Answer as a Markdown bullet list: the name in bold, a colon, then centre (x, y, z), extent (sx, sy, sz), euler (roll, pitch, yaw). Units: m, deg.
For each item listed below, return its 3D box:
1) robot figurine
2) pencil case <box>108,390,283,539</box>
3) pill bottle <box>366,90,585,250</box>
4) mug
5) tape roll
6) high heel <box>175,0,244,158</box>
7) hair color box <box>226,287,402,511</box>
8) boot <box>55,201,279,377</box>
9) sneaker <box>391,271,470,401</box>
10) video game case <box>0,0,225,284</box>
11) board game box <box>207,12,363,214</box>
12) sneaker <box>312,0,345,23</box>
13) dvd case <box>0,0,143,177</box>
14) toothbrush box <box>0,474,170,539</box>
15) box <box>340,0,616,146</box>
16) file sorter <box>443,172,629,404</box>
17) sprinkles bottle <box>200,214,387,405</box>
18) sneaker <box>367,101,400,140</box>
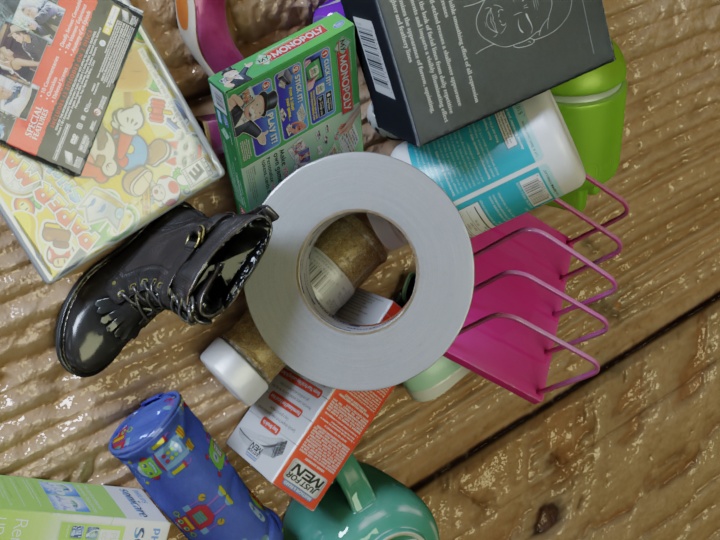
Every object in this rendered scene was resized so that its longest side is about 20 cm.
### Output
- **robot figurine**: centre (0.220, -0.166, 1.014), extent (0.175, 0.115, 0.202), euler (-40, 138, -39)
- **pencil case**: centre (-0.148, 0.202, 0.898), extent (0.077, 0.087, 0.201), euler (-26, 117, 15)
- **pill bottle**: centre (0.102, -0.091, 0.907), extent (0.198, 0.111, 0.111), euler (-24, 118, 16)
- **mug**: centre (-0.003, 0.280, 0.982), extent (0.185, 0.114, 0.153), euler (40, 79, -32)
- **tape roll**: centre (0.000, 0.000, 0.837), extent (0.197, 0.066, 0.203), euler (0, 93, 4)
- **high heel**: centre (-0.105, -0.197, 0.845), extent (0.095, 0.067, 0.203), euler (-15, 113, -18)
- **hair color box**: centre (-0.033, 0.116, 0.933), extent (0.064, 0.111, 0.201), euler (42, 78, -30)
- **boot**: centre (-0.165, 0.017, 0.793), extent (0.069, 0.173, 0.201), euler (41, 78, -31)
- **sneaker**: centre (0.109, 0.035, 1.027), extent (0.200, 0.073, 0.119), euler (-39, 118, -20)
- **video game case**: centre (-0.235, -0.122, 0.795), extent (0.181, 0.023, 0.202), euler (-35, 108, -21)
- **board game box**: centre (-0.058, -0.115, 0.865), extent (0.134, 0.029, 0.201), euler (-33, 144, -23)
- **sneaker**: centre (0.021, -0.293, 0.912), extent (0.199, 0.069, 0.100), euler (-35, 115, -31)
- **dvd case**: centre (-0.285, -0.179, 0.743), extent (0.198, 0.022, 0.148), euler (23, 82, -27)
- **toothbrush box**: centre (-0.284, 0.262, 0.822), extent (0.198, 0.086, 0.147), euler (16, 92, -35)
- **box**: centre (0.096, -0.220, 0.824), extent (0.198, 0.107, 0.150), euler (-24, 114, -11)
- **file sorter**: centre (0.179, 0.004, 0.972), extent (0.138, 0.125, 0.202), euler (28, 60, -18)
- **sprinkles bottle**: centre (-0.062, 0.035, 0.918), extent (0.200, 0.068, 0.068), euler (-46, 119, -12)
- **sneaker**: centre (0.090, -0.218, 0.936), extent (0.200, 0.075, 0.116), euler (-40, 156, -19)
